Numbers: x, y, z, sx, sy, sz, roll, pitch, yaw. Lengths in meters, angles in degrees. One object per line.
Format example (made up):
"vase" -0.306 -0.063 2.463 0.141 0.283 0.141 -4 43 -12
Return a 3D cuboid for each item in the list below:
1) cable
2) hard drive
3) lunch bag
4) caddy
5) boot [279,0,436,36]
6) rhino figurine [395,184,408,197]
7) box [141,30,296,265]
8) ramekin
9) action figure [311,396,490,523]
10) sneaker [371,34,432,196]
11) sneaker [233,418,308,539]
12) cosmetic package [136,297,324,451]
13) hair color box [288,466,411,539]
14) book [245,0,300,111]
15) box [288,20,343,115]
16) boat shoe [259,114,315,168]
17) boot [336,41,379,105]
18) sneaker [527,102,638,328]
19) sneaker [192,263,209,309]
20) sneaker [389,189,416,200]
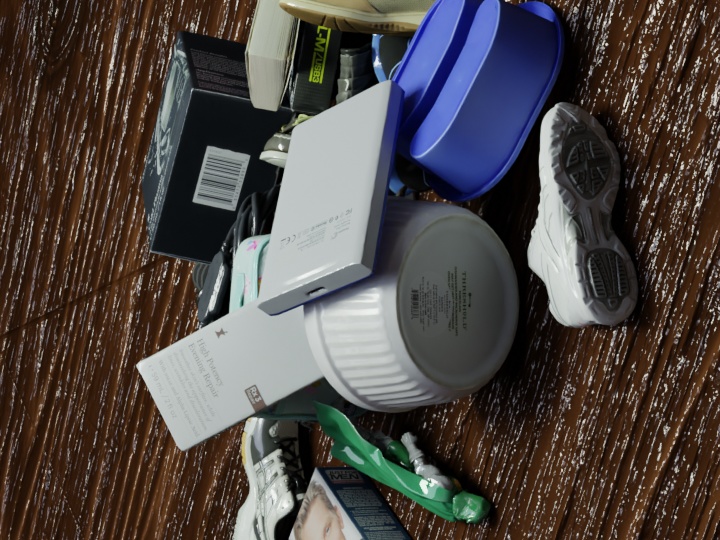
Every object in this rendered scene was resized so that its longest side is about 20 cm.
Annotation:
"cable" -0.100 0.004 1.878 0.051 0.163 0.201 13 85 35
"hard drive" -0.026 -0.065 1.567 0.132 0.025 0.201 -23 45 40
"lunch bag" -0.061 0.063 1.798 0.077 0.160 0.202 -2 85 58
"caddy" 0.107 -0.162 1.594 0.201 0.105 0.141 -63 33 5
"boot" 0.026 -0.308 1.678 0.073 0.198 0.157 -1 -84 -84
"rhino figurine" 0.044 0.018 1.696 0.060 0.087 0.202 0 93 38
"box" -0.165 -0.137 1.967 0.197 0.123 0.201 -109 33 -63
"ramekin" 0.055 0.030 1.591 0.105 0.199 0.202 -2 86 49
"action figure" 0.046 0.192 1.691 0.199 0.118 0.055 31 74 35
"sneaker" 0.062 -0.176 1.716 0.078 0.070 0.201 -15 75 42
"sneaker" -0.081 0.232 1.917 0.087 0.075 0.202 9 98 41
"cosmetic package" -0.105 0.087 1.702 0.199 0.074 0.102 -30 87 7
"hair color box" 0.004 0.299 1.770 0.200 0.060 0.100 51 129 47
"book" -0.080 -0.282 1.794 0.134 0.048 0.201 108 172 -72
"box" -0.039 -0.268 1.819 0.200 0.047 0.194 -105 27 -78
"boat shoe" -0.054 -0.132 1.807 0.202 0.072 0.061 -7 -67 -79
"boot" -0.012 -0.159 1.726 0.200 0.067 0.132 -37 -54 -74
"sneaker" 0.175 -0.044 1.513 0.099 0.077 0.201 -27 65 58
"sneaker" -0.158 0.022 2.021 0.200 0.087 0.074 32 115 54
"sneaker" 0.000 0.000 1.753 0.070 0.108 0.202 -11 78 57
